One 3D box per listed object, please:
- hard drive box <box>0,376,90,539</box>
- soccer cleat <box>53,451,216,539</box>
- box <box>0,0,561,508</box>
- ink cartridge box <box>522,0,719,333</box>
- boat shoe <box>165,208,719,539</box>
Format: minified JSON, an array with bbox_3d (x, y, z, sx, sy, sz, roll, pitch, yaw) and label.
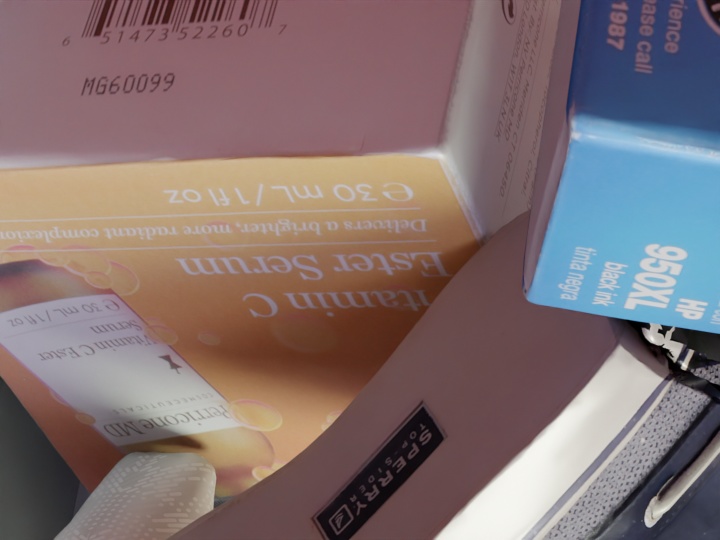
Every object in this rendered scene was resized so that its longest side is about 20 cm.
[{"bbox_3d":[-0.143,0.061,0.828,0.077,0.156,0.200,21,153,-23],"label":"hard drive box"},{"bbox_3d":[-0.032,0.132,0.696,0.070,0.087,0.200,3,135,23],"label":"soccer cleat"},{"bbox_3d":[-0.009,-0.008,0.669,0.152,0.107,0.200,-2,143,22],"label":"box"},{"bbox_3d":[0.141,-0.056,0.502,0.199,0.145,0.084,10,156,1],"label":"ink cartridge box"},{"bbox_3d":[0.017,0.078,0.587,0.200,0.075,0.093,-43,132,16],"label":"boat shoe"}]
